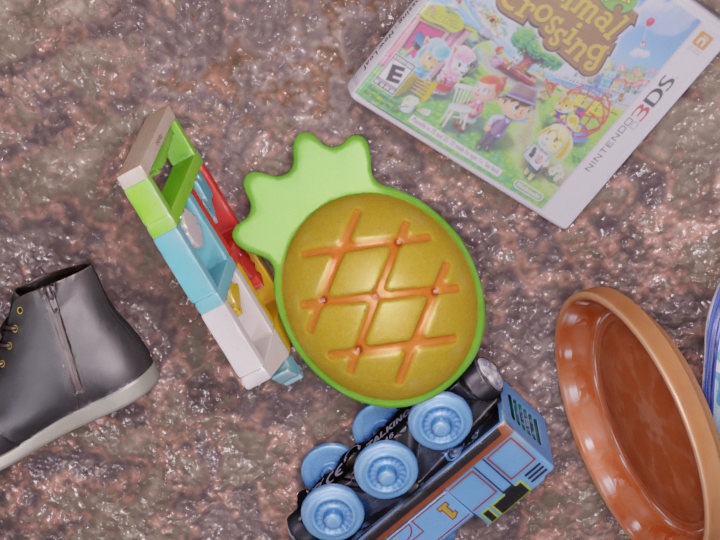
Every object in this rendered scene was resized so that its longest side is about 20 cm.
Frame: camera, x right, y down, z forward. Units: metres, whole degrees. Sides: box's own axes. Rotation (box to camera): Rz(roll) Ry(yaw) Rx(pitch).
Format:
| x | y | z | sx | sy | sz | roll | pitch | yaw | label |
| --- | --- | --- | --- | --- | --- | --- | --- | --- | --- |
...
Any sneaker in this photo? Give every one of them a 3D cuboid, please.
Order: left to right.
| x | y | z | sx | sy | sz | roll | pitch | yaw | label |
| --- | --- | --- | --- | --- | --- | --- | --- | --- | --- |
| -0.253 | 0.075 | 1.540 | 0.199 | 0.075 | 0.107 | -27 | 103 | 3 | sneaker |

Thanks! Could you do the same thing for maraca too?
| x | y | z | sx | sy | sz | roll | pitch | yaw | label |
| --- | --- | --- | --- | --- | --- | --- | --- | --- | --- |
| 0.000 | 0.000 | 1.475 | 0.137 | 0.107 | 0.201 | -37 | 88 | -2 | maraca |

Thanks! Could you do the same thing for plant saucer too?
| x | y | z | sx | sy | sz | roll | pitch | yaw | label |
| --- | --- | --- | --- | --- | --- | --- | --- | --- | --- |
| 0.194 | 0.105 | 1.462 | 0.032 | 0.200 | 0.202 | -21 | 111 | -17 | plant saucer |

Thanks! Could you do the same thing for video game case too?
| x | y | z | sx | sy | sz | roll | pitch | yaw | label |
| --- | --- | --- | --- | --- | --- | --- | --- | --- | --- |
| 0.121 | -0.140 | 1.421 | 0.199 | 0.022 | 0.182 | 30 | 111 | -29 | video game case |

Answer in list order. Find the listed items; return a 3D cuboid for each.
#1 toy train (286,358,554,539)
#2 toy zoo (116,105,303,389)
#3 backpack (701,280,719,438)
| x | y | z | sx | sy | sz | roll | pitch | yaw | label |
| --- | --- | --- | --- | --- | --- | --- | --- | --- | --- |
| 0.041 | 0.148 | 1.541 | 0.200 | 0.087 | 0.114 | -42 | 110 | 17 | toy train |
| -0.096 | -0.005 | 1.462 | 0.020 | 0.131 | 0.201 | -26 | 108 | 14 | toy zoo |
| 0.303 | 0.068 | 1.430 | 0.146 | 0.200 | 0.185 | 7 | 114 | 18 | backpack |
